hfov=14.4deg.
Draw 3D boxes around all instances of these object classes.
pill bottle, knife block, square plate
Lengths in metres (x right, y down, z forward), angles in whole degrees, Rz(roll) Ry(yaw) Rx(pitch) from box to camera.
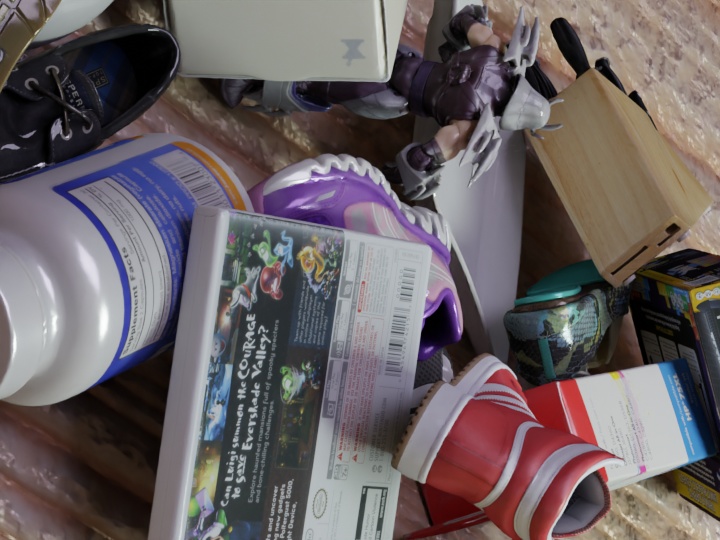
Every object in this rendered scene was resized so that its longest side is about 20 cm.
[{"bbox_3d":[-0.147,0.004,1.429,0.200,0.112,0.112,-26,93,-55],"label":"pill bottle"},{"bbox_3d":[0.150,-0.086,1.872,0.176,0.064,0.200,50,16,1],"label":"knife block"},{"bbox_3d":[0.067,-0.064,1.780,0.198,0.028,0.200,68,23,-49],"label":"square plate"}]

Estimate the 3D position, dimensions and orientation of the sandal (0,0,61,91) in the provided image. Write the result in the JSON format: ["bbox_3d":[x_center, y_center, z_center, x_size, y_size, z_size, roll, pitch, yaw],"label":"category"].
[{"bbox_3d":[-0.216,-0.106,1.420,0.080,0.054,0.200,46,64,-27],"label":"sandal"}]

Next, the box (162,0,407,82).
[{"bbox_3d":[-0.035,-0.210,1.643,0.200,0.128,0.109,-78,167,-50],"label":"box"}]

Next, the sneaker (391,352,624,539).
[{"bbox_3d":[0.089,0.103,1.553,0.112,0.071,0.200,28,10,9],"label":"sneaker"}]

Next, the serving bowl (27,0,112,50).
[{"bbox_3d":[-0.178,-0.214,1.492,0.200,0.066,0.201,-1,91,-44],"label":"serving bowl"}]

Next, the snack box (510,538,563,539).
[{"bbox_3d":[0.146,0.230,1.606,0.200,0.053,0.143,14,56,-51],"label":"snack box"}]

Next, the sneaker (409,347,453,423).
[{"bbox_3d":[-0.007,0.079,1.617,0.091,0.066,0.200,56,38,-20],"label":"sneaker"}]

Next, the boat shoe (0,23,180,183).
[{"bbox_3d":[-0.160,-0.085,1.501,0.200,0.066,0.070,-30,95,-55],"label":"boat shoe"}]

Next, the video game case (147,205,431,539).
[{"bbox_3d":[-0.036,0.075,1.480,0.182,0.023,0.201,9,89,-53],"label":"video game case"}]

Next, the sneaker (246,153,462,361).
[{"bbox_3d":[0.000,0.000,1.583,0.200,0.080,0.089,25,42,-56],"label":"sneaker"}]

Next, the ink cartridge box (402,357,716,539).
[{"bbox_3d":[0.113,0.107,1.720,0.200,0.116,0.067,-5,76,-55],"label":"ink cartridge box"}]

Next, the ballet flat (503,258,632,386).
[{"bbox_3d":[0.134,0.037,1.818,0.074,0.074,0.200,67,20,0],"label":"ballet flat"}]

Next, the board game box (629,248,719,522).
[{"bbox_3d":[0.233,0.076,1.837,0.200,0.057,0.166,-147,-140,-82],"label":"board game box"}]

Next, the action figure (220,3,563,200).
[{"bbox_3d":[0.024,-0.108,1.657,0.069,0.200,0.130,84,25,-49],"label":"action figure"}]
